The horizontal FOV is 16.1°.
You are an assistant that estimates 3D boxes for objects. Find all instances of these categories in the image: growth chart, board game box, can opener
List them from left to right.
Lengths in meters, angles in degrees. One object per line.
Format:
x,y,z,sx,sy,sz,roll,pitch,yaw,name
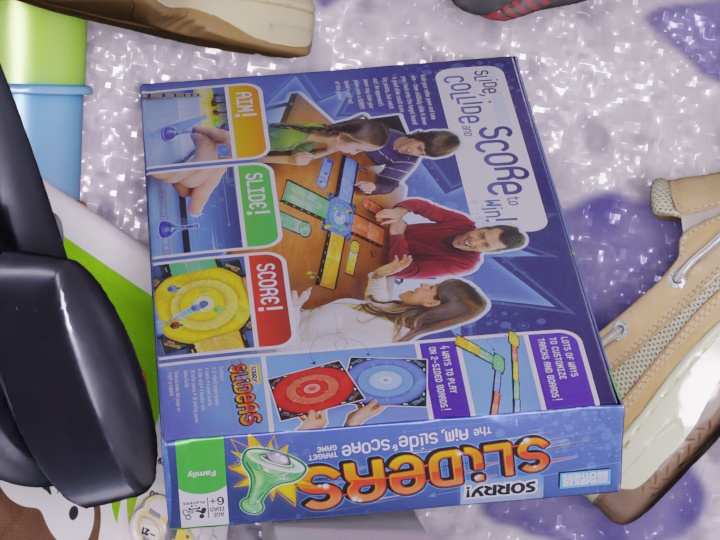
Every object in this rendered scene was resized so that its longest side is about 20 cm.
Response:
-0.112,-0.027,0.725,0.078,0.063,0.201,-13,103,26,can opener
-0.086,0.072,0.820,0.144,0.018,0.201,26,57,-39,growth chart
0.000,0.000,0.809,0.135,0.200,0.035,-4,125,-3,board game box

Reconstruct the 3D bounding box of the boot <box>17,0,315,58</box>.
-0.066,-0.157,0.804,0.073,0.200,0.156,10,90,32,boot

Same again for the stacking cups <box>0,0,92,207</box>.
-0.122,-0.043,0.864,0.060,0.061,0.201,4,94,-4,stacking cups

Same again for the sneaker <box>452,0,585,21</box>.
0.123,-0.130,0.865,0.200,0.071,0.098,-30,125,15,sneaker

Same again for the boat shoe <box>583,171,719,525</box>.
0.131,-0.008,0.880,0.076,0.072,0.200,42,88,11,boat shoe

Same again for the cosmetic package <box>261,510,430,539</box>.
-0.007,0.112,0.806,0.050,0.200,0.083,0,93,-3,cosmetic package
